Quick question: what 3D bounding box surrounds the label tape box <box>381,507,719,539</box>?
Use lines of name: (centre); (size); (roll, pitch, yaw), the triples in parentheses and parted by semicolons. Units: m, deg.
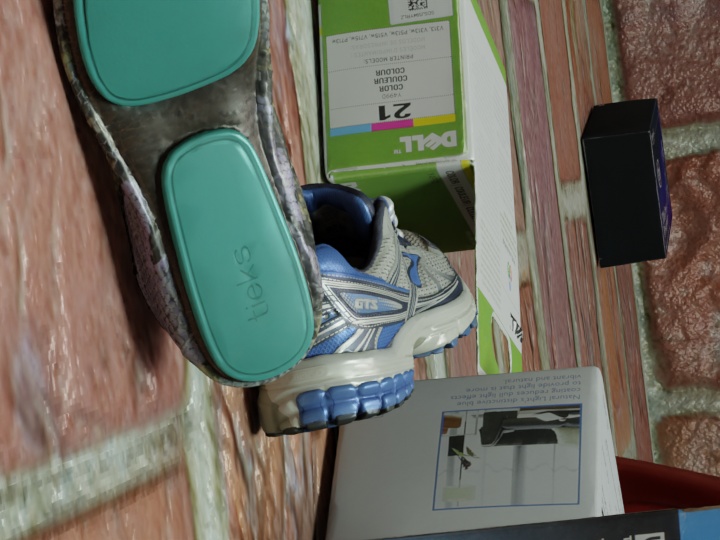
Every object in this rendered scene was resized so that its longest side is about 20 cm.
label tape box: (0.065, 0.168, 0.848); (0.063, 0.199, 0.145); (68, 19, -55)

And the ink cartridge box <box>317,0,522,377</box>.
ink cartridge box: (0.033, -0.029, 1.167); (0.148, 0.075, 0.201); (52, 34, -71)

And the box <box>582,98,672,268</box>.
box: (0.290, -0.098, 2.539); (0.200, 0.078, 0.142); (-58, 137, -73)

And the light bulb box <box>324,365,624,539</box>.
light bulb box: (0.060, 0.184, 1.050); (0.201, 0.124, 0.199); (-81, 162, -51)

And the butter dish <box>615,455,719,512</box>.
butter dish: (0.141, 0.214, 1.243); (0.200, 0.147, 0.201); (7, -72, 58)

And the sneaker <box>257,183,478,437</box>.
sneaker: (0.000, 0.000, 0.987); (0.200, 0.077, 0.086); (-57, 135, -74)

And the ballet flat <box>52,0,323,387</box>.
ballet flat: (-0.061, -0.059, 0.762); (0.072, 0.072, 0.201); (-75, 156, -63)
